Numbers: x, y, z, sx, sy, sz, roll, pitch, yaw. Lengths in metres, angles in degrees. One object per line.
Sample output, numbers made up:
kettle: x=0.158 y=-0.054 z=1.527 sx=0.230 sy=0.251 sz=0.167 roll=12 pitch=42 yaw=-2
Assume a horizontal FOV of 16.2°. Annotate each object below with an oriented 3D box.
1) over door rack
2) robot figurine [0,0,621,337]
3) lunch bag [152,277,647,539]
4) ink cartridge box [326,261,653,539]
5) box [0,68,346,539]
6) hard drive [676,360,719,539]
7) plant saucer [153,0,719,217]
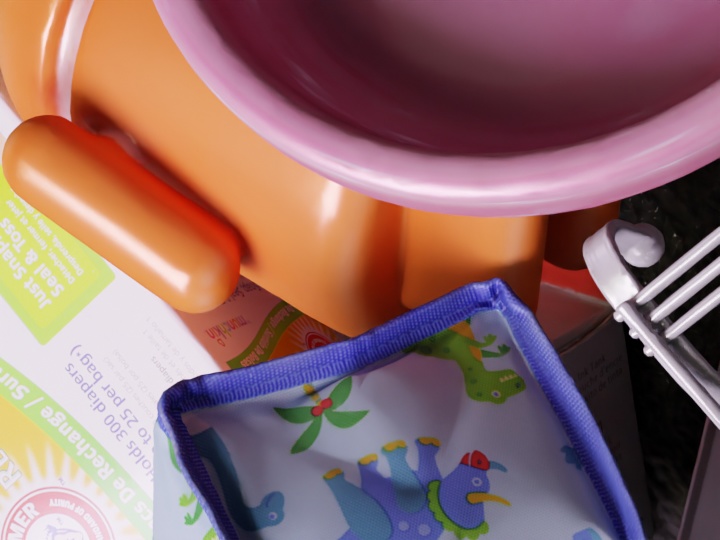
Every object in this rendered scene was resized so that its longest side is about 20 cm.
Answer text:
over door rack: x=0.166 y=0.031 z=0.591 sx=0.148 sy=0.067 sz=0.200 roll=-41 pitch=80 yaw=28
robot figurine: x=-0.022 y=-0.057 z=0.709 sx=0.200 sy=0.144 sz=0.117 roll=31 pitch=179 yaw=25
lunch bag: x=0.021 y=0.137 z=0.650 sx=0.200 sy=0.127 sz=0.170 roll=60 pitch=159 yaw=27
ink cartridge box: x=0.000 y=0.000 z=0.836 sx=0.200 sy=0.043 sz=0.174 roll=17 pitch=130 yaw=43
box: x=-0.098 y=0.012 z=0.798 sx=0.112 sy=0.101 sz=0.200 roll=-42 pitch=83 yaw=18
hard drive: x=0.099 y=0.114 z=0.728 sx=0.026 sy=0.132 sz=0.201 roll=12 pitch=132 yaw=10
plant saucer: x=0.043 y=-0.106 z=0.613 sx=0.200 sy=0.201 sz=0.051 roll=40 pitch=179 yaw=24
